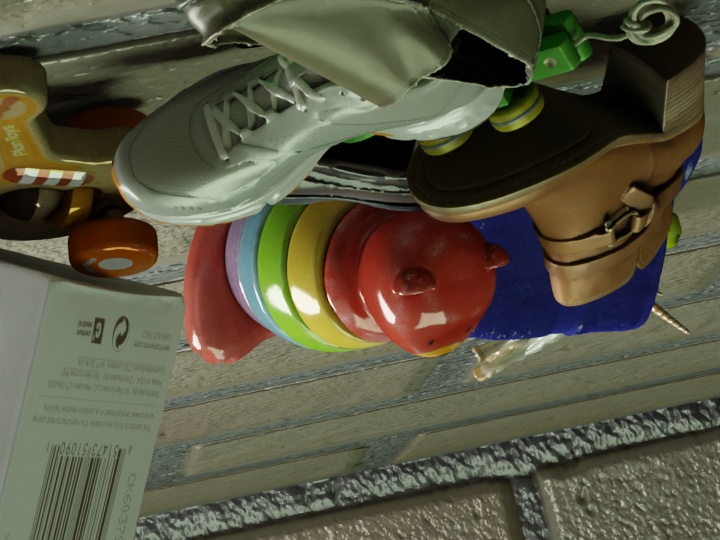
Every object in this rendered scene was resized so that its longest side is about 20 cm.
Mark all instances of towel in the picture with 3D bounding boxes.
[{"bbox_3d":[0.121,-0.030,1.838,0.200,0.148,0.049,-3,-155,-46],"label":"towel"}]

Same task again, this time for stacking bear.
[{"bbox_3d":[0.000,0.000,1.680,0.121,0.114,0.200,-11,-169,-35],"label":"stacking bear"}]

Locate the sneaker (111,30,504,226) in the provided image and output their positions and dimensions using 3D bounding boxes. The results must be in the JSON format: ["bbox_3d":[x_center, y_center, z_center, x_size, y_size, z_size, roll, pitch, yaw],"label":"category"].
[{"bbox_3d":[-0.029,-0.087,1.416,0.199,0.076,0.092,-22,161,0],"label":"sneaker"}]

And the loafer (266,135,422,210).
[{"bbox_3d":[0.014,-0.072,1.587,0.199,0.072,0.063,-6,165,-20],"label":"loafer"}]

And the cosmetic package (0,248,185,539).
[{"bbox_3d":[-0.228,0.066,1.571,0.199,0.166,0.165,14,-179,22],"label":"cosmetic package"}]

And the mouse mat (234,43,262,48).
[{"bbox_3d":[0.040,-0.142,1.384,0.199,0.008,0.161,-12,170,-7],"label":"mouse mat"}]

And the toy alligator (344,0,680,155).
[{"bbox_3d":[0.075,-0.110,1.495,0.199,0.059,0.054,-19,-149,27],"label":"toy alligator"}]

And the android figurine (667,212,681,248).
[{"bbox_3d":[0.133,-0.016,2.155,0.199,0.041,0.182,-6,169,-36],"label":"android figurine"}]

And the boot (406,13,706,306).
[{"bbox_3d":[0.105,-0.041,1.602,0.200,0.077,0.156,-35,148,-30],"label":"boot"}]

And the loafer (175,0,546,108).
[{"bbox_3d":[0.010,-0.111,1.303,0.199,0.070,0.075,-4,166,-37],"label":"loafer"}]

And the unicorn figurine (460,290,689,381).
[{"bbox_3d":[0.139,0.028,2.125,0.137,0.074,0.200,-23,-173,-5],"label":"unicorn figurine"}]

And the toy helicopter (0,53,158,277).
[{"bbox_3d":[-0.175,-0.059,1.460,0.132,0.079,0.200,-5,160,2],"label":"toy helicopter"}]
